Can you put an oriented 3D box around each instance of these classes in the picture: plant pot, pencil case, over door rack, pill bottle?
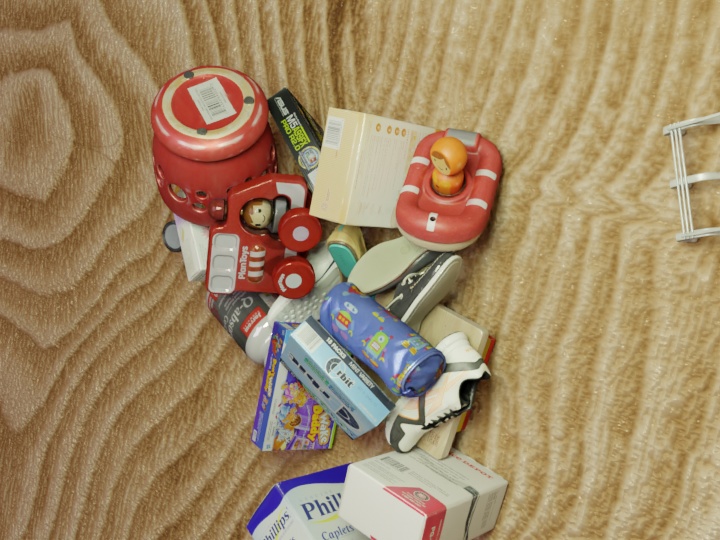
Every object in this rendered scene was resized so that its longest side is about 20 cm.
[{"bbox_3d":[-0.230,-0.198,1.408,0.201,0.199,0.183,55,163,26],"label":"plant pot"},{"bbox_3d":[0.022,0.096,1.241,0.199,0.078,0.087,36,87,36],"label":"pencil case"},{"bbox_3d":[0.444,-0.118,1.047,0.199,0.066,0.150,-16,79,61],"label":"over door rack"},{"bbox_3d":[-0.168,0.086,1.556,0.200,0.115,0.117,44,117,32],"label":"pill bottle"}]

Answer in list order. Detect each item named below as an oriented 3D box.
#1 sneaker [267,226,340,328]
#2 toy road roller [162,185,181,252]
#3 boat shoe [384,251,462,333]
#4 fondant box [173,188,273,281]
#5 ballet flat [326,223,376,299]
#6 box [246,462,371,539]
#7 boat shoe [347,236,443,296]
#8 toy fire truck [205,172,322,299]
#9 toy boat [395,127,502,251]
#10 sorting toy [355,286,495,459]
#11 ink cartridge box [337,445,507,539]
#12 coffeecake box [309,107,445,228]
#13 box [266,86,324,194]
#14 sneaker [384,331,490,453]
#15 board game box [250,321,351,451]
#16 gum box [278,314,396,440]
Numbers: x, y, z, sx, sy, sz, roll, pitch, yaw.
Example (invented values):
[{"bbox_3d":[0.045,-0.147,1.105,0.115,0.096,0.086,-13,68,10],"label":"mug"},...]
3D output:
[{"bbox_3d":[-0.078,0.016,1.479,0.200,0.077,0.081,-42,53,-3],"label":"sneaker"},{"bbox_3d":[-0.251,-0.102,1.633,0.145,0.122,0.203,24,108,24],"label":"toy road roller"},{"bbox_3d":[0.072,0.041,1.289,0.060,0.073,0.201,49,128,24],"label":"boat shoe"},{"bbox_3d":[-0.205,-0.067,1.531,0.058,0.198,0.146,-32,69,50],"label":"fondant box"},{"bbox_3d":[0.000,0.000,1.408,0.068,0.201,0.064,8,53,20],"label":"ballet flat"},{"bbox_3d":[-0.039,0.417,1.398,0.200,0.183,0.106,48,120,30],"label":"box"},{"bbox_3d":[0.072,-0.019,1.335,0.199,0.063,0.072,-36,52,7],"label":"boat shoe"},{"bbox_3d":[-0.151,-0.051,1.385,0.113,0.165,0.202,-109,25,-57],"label":"toy fire truck"},{"bbox_3d":[0.120,-0.128,1.247,0.129,0.131,0.202,11,59,14],"label":"toy boat"},{"bbox_3d":[0.094,0.140,1.359,0.198,0.069,0.203,28,108,38],"label":"sorting toy"},{"bbox_3d":[0.090,0.319,1.277,0.144,0.199,0.086,25,109,38],"label":"ink cartridge box"},{"bbox_3d":[0.029,-0.144,1.331,0.072,0.199,0.156,18,101,38],"label":"coffeecake box"},{"bbox_3d":[-0.065,-0.172,1.438,0.044,0.160,0.202,-32,66,9],"label":"box"},{"bbox_3d":[0.104,0.184,1.257,0.080,0.073,0.201,45,118,29],"label":"sneaker"},{"bbox_3d":[-0.092,0.188,1.474,0.045,0.133,0.203,25,106,53],"label":"board game box"},{"bbox_3d":[-0.040,0.160,1.311,0.170,0.045,0.200,46,163,4],"label":"gum box"}]
